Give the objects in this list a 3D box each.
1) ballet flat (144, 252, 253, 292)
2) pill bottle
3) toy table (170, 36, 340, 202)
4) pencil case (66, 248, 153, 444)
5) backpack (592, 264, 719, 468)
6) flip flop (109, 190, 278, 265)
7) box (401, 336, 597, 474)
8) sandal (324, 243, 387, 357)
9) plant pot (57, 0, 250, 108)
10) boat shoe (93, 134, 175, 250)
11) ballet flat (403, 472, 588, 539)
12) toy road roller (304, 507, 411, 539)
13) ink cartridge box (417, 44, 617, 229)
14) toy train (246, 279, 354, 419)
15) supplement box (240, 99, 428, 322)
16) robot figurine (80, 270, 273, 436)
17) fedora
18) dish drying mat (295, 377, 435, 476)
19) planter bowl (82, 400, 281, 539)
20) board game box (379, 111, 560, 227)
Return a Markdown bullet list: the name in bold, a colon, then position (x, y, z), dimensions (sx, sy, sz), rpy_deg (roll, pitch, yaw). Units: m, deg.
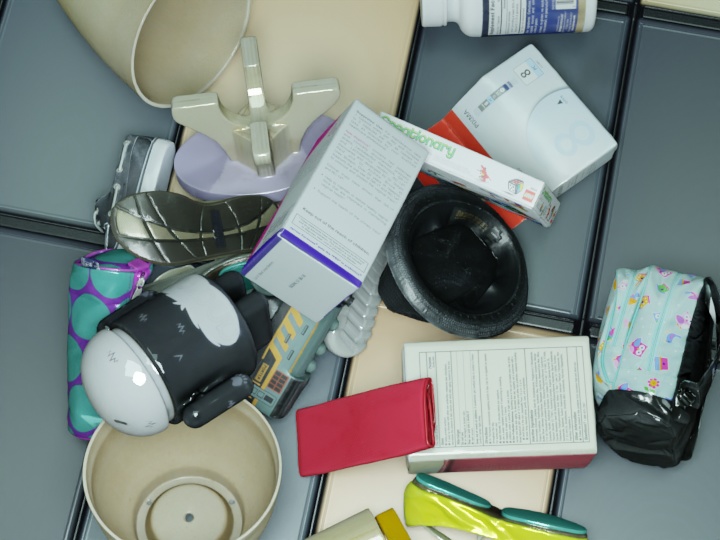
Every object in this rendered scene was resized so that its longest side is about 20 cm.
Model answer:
- **ballet flat**: position (-0.166, 0.009, 1.758), dimensions (0.200, 0.067, 0.064), rpy_deg (-22, 47, -7)
- **pill bottle**: position (0.169, -0.328, 1.826), dimensions (0.200, 0.111, 0.111), rpy_deg (-2, 73, 1)
- **toy table**: position (-0.115, -0.157, 1.759), dimensions (0.200, 0.117, 0.184), rpy_deg (-17, 53, -8)
- **pencil case**: position (-0.269, 0.080, 1.689), dimensions (0.092, 0.085, 0.200), rpy_deg (12, 103, 39)
- **backpack**: position (0.314, 0.091, 1.673), dimensions (0.126, 0.167, 0.200), rpy_deg (13, 67, 11)
- **flip flop**: position (-0.179, -0.047, 1.711), dimensions (0.200, 0.058, 0.081), rpy_deg (-6, 87, -32)
- **box**: position (0.145, 0.146, 1.680), dimensions (0.200, 0.109, 0.128), rpy_deg (-2, 75, 1)
- **sandal**: position (-0.005, -0.003, 1.759), dimensions (0.050, 0.082, 0.203), rpy_deg (4, 68, 48)
- **plant pot**: position (-0.261, -0.317, 1.814), dimensions (0.200, 0.187, 0.187), rpy_deg (35, 76, 26)
- **boat shoe**: position (-0.268, -0.062, 1.776), dimensions (0.068, 0.072, 0.200), rpy_deg (12, 74, 7)
- **ballet flat**: position (0.139, 0.275, 1.671), dimensions (0.200, 0.067, 0.067), rpy_deg (17, 95, 9)
- **toy road roller**: position (0.021, 0.360, 1.628), dimensions (0.123, 0.146, 0.200), rpy_deg (-25, 36, -6)
- **ink cartridge box**: position (0.167, -0.142, 1.802), dimensions (0.200, 0.047, 0.160), rpy_deg (-35, 75, -10)
- **toy train**: position (-0.089, 0.063, 1.702), dimensions (0.114, 0.085, 0.200), rpy_deg (31, 100, 4)
- **supplement box**: position (-0.025, -0.062, 1.633), dimensions (0.103, 0.101, 0.200), rpy_deg (34, 56, -11)
- **robot figurine**: position (-0.185, 0.084, 1.588), dimensions (0.200, 0.150, 0.125), rpy_deg (-33, 103, -24)
- **fedora**: position (0.087, 0.004, 1.713), dimensions (0.200, 0.092, 0.201), rpy_deg (20, 54, -30)
- **dish drying mat**: position (0.004, 0.166, 1.656), dimensions (0.018, 0.200, 0.077), rpy_deg (10, 70, -42)
- **planter bowl**: position (-0.180, 0.236, 1.634), dimensions (0.200, 0.135, 0.200), rpy_deg (1, 54, -1)
- **board game box**: position (0.116, -0.110, 1.731), dimensions (0.200, 0.126, 0.035), rpy_deg (25, 89, 16)
